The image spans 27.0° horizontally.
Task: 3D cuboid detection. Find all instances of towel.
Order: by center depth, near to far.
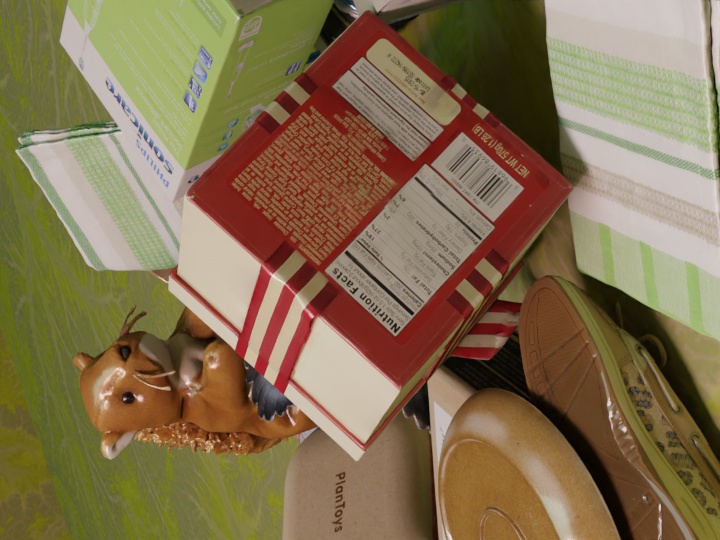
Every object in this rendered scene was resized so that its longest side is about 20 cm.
[{"bbox_3d":[0.152,-0.075,0.788,0.149,0.030,0.202,36,140,58],"label":"towel"},{"bbox_3d":[-0.170,-0.064,1.227,0.198,0.031,0.150,-4,131,28],"label":"towel"}]

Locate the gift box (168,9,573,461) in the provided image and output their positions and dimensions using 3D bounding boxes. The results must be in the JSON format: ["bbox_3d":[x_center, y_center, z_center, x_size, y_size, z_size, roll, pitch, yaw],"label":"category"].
[{"bbox_3d":[0.013,-0.017,0.891,0.185,0.200,0.187,46,159,7],"label":"gift box"}]

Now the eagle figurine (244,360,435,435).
[{"bbox_3d":[-0.005,0.002,1.051,0.151,0.150,0.203,22,120,48],"label":"eagle figurine"}]

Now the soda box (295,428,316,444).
[{"bbox_3d":[-0.051,0.075,1.319,0.201,0.068,0.064,55,152,34],"label":"soda box"}]

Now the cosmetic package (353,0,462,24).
[{"bbox_3d":[0.022,-0.253,0.857,0.087,0.102,0.202,157,96,-78],"label":"cosmetic package"}]

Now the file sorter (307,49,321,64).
[{"bbox_3d":[-0.107,-0.205,1.152,0.199,0.137,0.124,7,116,65],"label":"file sorter"}]

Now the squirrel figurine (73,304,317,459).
[{"bbox_3d":[-0.133,0.097,1.195,0.143,0.185,0.201,64,155,23],"label":"squirrel figurine"}]

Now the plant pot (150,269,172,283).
[{"bbox_3d":[-0.130,-0.055,1.254,0.198,0.028,0.202,13,135,13],"label":"plant pot"}]

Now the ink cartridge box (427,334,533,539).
[{"bbox_3d":[0.118,0.167,0.994,0.165,0.074,0.202,37,138,55],"label":"ink cartridge box"}]

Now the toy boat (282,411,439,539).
[{"bbox_3d":[0.018,0.204,1.163,0.131,0.129,0.202,50,-151,-39],"label":"toy boat"}]

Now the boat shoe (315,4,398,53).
[{"bbox_3d":[-0.028,-0.244,1.033,0.060,0.071,0.203,-21,95,63],"label":"boat shoe"}]

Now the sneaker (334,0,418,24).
[{"bbox_3d":[-0.005,-0.255,0.960,0.090,0.078,0.202,-20,90,61],"label":"sneaker"}]

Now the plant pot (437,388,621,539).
[{"bbox_3d":[0.099,0.172,0.914,0.200,0.027,0.202,46,144,46],"label":"plant pot"}]

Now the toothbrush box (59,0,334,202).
[{"bbox_3d":[-0.107,-0.165,0.947,0.146,0.086,0.200,53,147,15],"label":"toothbrush box"}]

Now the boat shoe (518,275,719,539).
[{"bbox_3d":[0.157,0.090,0.864,0.202,0.062,0.073,65,145,21],"label":"boat shoe"}]
